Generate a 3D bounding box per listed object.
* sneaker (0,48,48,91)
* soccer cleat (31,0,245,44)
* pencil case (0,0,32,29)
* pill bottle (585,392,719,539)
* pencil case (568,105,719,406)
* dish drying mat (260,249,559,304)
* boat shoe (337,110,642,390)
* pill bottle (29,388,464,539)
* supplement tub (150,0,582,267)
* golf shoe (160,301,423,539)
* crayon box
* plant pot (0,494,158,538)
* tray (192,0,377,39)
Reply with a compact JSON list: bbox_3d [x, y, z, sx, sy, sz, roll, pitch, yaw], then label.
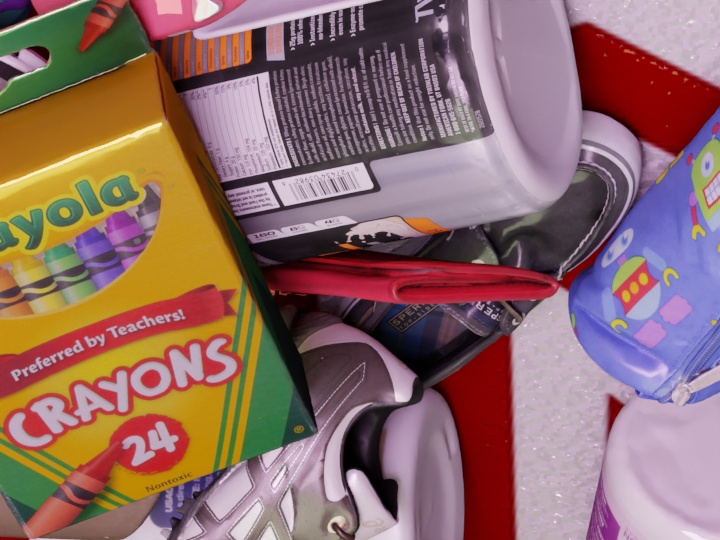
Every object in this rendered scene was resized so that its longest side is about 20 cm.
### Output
[{"bbox_3d":[-0.204,-0.051,0.873,0.199,0.088,0.074,11,141,0],"label":"sneaker"},{"bbox_3d":[-0.035,-0.149,0.833,0.200,0.077,0.067,-33,108,21],"label":"soccer cleat"},{"bbox_3d":[-0.145,-0.148,0.887,0.085,0.093,0.200,26,138,-16],"label":"pencil case"},{"bbox_3d":[0.163,0.149,1.120,0.112,0.113,0.201,9,138,5],"label":"pill bottle"},{"bbox_3d":[0.161,-0.019,0.950,0.078,0.087,0.200,7,141,-25],"label":"pencil case"},{"bbox_3d":[0.000,0.000,0.970,0.076,0.018,0.200,-1,-178,-27],"label":"dish drying mat"},{"bbox_3d":[0.051,0.004,1.022,0.070,0.066,0.200,34,135,-22],"label":"boat shoe"},{"bbox_3d":[-0.057,0.118,1.137,0.199,0.120,0.120,-1,137,16],"label":"pill bottle"},{"bbox_3d":[-0.021,-0.067,0.921,0.199,0.123,0.123,-10,134,25],"label":"supplement tub"},{"bbox_3d":[-0.035,0.119,1.028,0.094,0.078,0.201,20,100,16],"label":"golf shoe"},{"bbox_3d":[-0.108,0.003,0.862,0.126,0.051,0.201,-21,129,5],"label":"crayon box"},{"bbox_3d":[-0.167,0.038,1.018,0.174,0.201,0.200,18,139,-14],"label":"plant pot"},{"bbox_3d":[0.029,-0.148,0.840,0.199,0.108,0.022,-10,157,25],"label":"tray"}]
